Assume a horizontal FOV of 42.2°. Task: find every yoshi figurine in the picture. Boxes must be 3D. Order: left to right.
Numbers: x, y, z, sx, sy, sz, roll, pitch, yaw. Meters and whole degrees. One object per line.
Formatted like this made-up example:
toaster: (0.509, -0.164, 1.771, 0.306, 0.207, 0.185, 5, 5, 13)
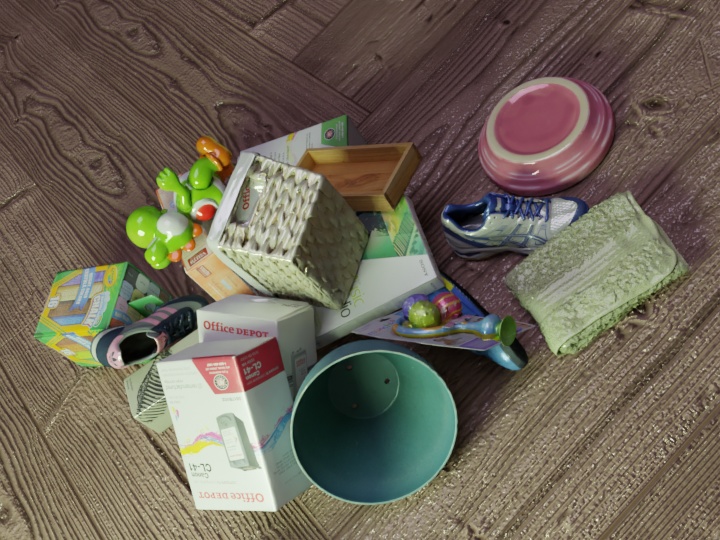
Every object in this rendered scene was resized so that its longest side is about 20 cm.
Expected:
yoshi figurine: (-0.275, -0.102, 1.374, 0.112, 0.112, 0.201, 9, 64, 50)

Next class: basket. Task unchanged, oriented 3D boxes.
basket: (-0.084, -0.044, 1.194, 0.123, 0.200, 0.136, 13, 74, 23)

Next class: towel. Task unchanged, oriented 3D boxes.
towel: (0.292, 0.001, 1.175, 0.200, 0.036, 0.149, -37, 57, 7)

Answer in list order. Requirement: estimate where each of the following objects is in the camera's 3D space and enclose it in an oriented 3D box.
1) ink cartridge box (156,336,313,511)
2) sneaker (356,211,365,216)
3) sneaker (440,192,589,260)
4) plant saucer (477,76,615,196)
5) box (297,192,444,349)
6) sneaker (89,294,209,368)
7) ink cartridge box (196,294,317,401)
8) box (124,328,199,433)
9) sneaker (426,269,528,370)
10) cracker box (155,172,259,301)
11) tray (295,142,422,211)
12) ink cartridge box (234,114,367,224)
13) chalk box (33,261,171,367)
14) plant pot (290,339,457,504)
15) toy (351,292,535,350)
ink cartridge box: (-0.157, 0.192, 1.168, 0.147, 0.085, 0.201, -9, 98, 36)
sneaker: (0.020, -0.040, 1.349, 0.078, 0.066, 0.201, 18, 75, 16)
sneaker: (0.204, -0.067, 1.251, 0.199, 0.088, 0.076, -13, 53, 21)
plant saucer: (0.258, -0.202, 1.333, 0.199, 0.051, 0.202, -16, 54, 22)
box: (0.000, 0.000, 1.266, 0.199, 0.036, 0.145, -27, 59, 11)
sneaker: (-0.298, 0.098, 1.402, 0.199, 0.071, 0.082, -27, 25, -32)
ink cartridge box: (-0.136, 0.143, 1.245, 0.146, 0.083, 0.201, 5, 105, 34)
box: (-0.248, 0.150, 1.387, 0.200, 0.068, 0.082, -36, 49, 6)
sneaker: (0.137, 0.080, 1.215, 0.079, 0.066, 0.200, -51, 48, 6)
cracker box: (-0.241, -0.042, 1.465, 0.058, 0.134, 0.200, -34, 49, 4)
tray: (-0.017, -0.130, 1.322, 0.199, 0.037, 0.099, 4, 53, 39)
ink cartridge box: (-0.091, -0.140, 1.474, 0.199, 0.084, 0.146, -16, 53, 20)
chalk box: (-0.390, 0.072, 1.485, 0.199, 0.124, 0.124, -6, 57, 29)
plant pot: (0.011, 0.168, 1.163, 0.200, 0.200, 0.135, -35, 17, 5)
toy: (0.098, 0.054, 1.135, 0.199, 0.115, 0.048, 9, 108, 40)
